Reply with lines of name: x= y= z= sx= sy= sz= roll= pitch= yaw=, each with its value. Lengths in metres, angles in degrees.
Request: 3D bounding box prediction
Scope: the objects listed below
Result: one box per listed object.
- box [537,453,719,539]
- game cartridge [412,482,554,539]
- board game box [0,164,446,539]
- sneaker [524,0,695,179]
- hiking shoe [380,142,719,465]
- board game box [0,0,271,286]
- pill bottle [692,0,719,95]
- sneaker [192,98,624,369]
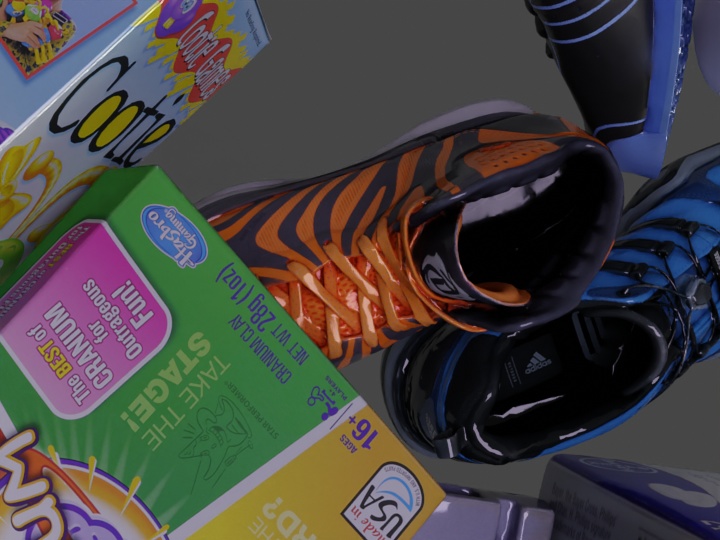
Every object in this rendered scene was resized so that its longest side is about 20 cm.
box: x=0.179 y=0.140 z=0.881 sx=0.200 sy=0.184 sz=0.105 roll=9 pitch=94 yaw=-17
game cartridge: x=-0.037 y=0.132 z=0.898 sx=0.200 sy=0.038 sz=0.130 roll=10 pitch=100 yaw=-16
board game box: x=-0.087 y=0.090 z=0.771 sx=0.153 sy=0.040 sz=0.200 roll=49 pitch=67 yaw=-20
sneaker: x=0.076 y=-0.117 z=0.854 sx=0.078 sy=0.070 sz=0.200 roll=6 pitch=133 yaw=11
hiking shoe: x=0.107 y=0.017 z=0.892 sx=0.200 sy=0.087 sz=0.074 roll=-31 pitch=107 yaw=-9
board game box: x=-0.139 y=-0.055 z=0.788 sx=0.200 sy=0.103 sz=0.105 roll=-43 pitch=77 yaw=-5
pill bottle: x=0.229 y=-0.095 z=0.896 sx=0.200 sy=0.113 sz=0.114 roll=6 pitch=96 yaw=-16
sneaker: x=0.000 y=0.000 z=0.847 sx=0.200 sy=0.112 sz=0.078 roll=-31 pitch=105 yaw=-9
